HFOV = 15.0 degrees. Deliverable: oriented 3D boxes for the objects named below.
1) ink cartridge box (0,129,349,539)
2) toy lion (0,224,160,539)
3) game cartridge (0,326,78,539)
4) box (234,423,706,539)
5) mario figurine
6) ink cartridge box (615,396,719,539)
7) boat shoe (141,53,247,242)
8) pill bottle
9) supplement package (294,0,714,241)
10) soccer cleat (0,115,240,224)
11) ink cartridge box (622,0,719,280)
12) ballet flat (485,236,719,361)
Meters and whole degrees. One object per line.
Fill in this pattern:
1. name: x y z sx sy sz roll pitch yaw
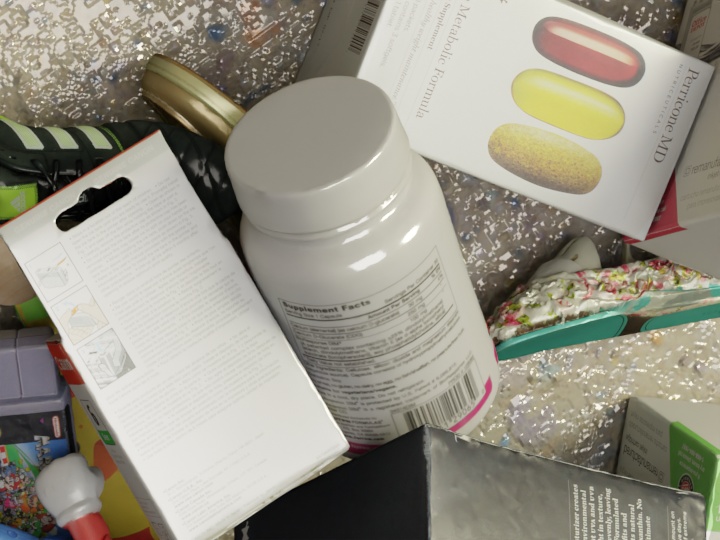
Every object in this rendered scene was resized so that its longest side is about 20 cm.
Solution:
1. ink cartridge box: -0.104 0.039 1.462 0.109 0.050 0.201 -32 96 -15
2. toy lion: -0.163 0.078 1.564 0.199 0.069 0.192 23 102 -19
3. game cartridge: -0.220 0.130 1.535 0.129 0.038 0.201 -4 116 1
4. box: 0.058 0.187 1.540 0.198 0.200 0.124 16 62 -30
5. mario figurine: -0.153 0.173 1.517 0.199 0.123 0.107 20 64 -12
6. ink cartridge box: 0.206 0.192 1.643 0.084 0.145 0.201 6 100 -17
7. boat shoe: -0.063 -0.038 1.555 0.063 0.073 0.200 -44 110 -6
8. pill bottle: 0.000 0.000 1.485 0.113 0.113 0.201 -27 130 -9
9. supplement package: 0.080 -0.109 1.561 0.199 0.110 0.114 20 96 -19
10. soccer cleat: -0.162 -0.048 1.488 0.199 0.081 0.068 9 118 6
11. ink cartridge box: 0.237 -0.105 1.561 0.082 0.146 0.201 20 77 -17
12. ballet flat: 0.157 0.007 1.641 0.199 0.076 0.064 -10 74 -18
